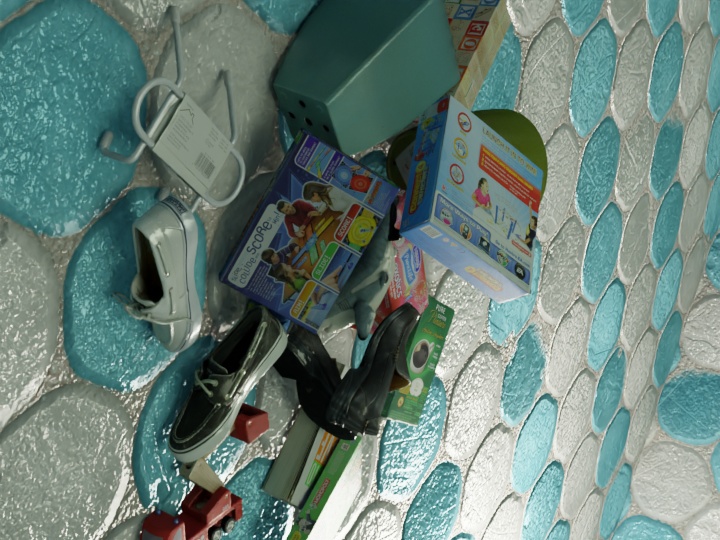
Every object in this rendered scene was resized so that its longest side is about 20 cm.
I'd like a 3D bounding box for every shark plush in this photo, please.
[{"bbox_3d":[0.000,0.000,1.433,0.091,0.083,0.201,-76,-169,-60],"label":"shark plush"}]

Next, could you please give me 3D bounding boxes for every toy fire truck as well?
[{"bbox_3d":[-0.190,0.262,1.386,0.199,0.048,0.143,-31,129,-49],"label":"toy fire truck"}]

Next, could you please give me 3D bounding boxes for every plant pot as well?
[{"bbox_3d":[0.000,-0.240,1.377,0.200,0.140,0.142,-49,142,-25],"label":"plant pot"},{"bbox_3d":[0.137,-0.148,1.636,0.199,0.186,0.190,1,104,-44],"label":"plant pot"}]

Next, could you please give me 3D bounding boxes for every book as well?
[{"bbox_3d":[-0.056,0.239,1.612,0.202,0.048,0.134,-67,155,-14],"label":"book"}]

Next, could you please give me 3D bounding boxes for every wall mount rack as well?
[{"bbox_3d":[-0.182,-0.161,1.177,0.175,0.074,0.200,-62,148,-13],"label":"wall mount rack"}]

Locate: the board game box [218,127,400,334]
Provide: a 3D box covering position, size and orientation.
[{"bbox_3d":[-0.061,-0.045,1.332,0.201,0.134,0.034,-59,-166,7],"label":"board game box"}]

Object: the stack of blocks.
[{"bbox_3d":[0.118,-0.296,1.566,0.201,0.114,0.059,-63,149,-27],"label":"stack of blocks"}]

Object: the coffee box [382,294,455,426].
[{"bbox_3d":[0.081,0.139,1.788,0.123,0.044,0.202,25,83,-61],"label":"coffee box"}]

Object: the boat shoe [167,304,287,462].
[{"bbox_3d":[-0.166,0.128,1.329,0.201,0.070,0.064,-55,143,-14],"label":"boat shoe"}]

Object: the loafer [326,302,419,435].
[{"bbox_3d":[0.032,0.129,1.469,0.201,0.072,0.073,-56,167,-30],"label":"loafer"}]

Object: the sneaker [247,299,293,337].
[{"bbox_3d":[-0.081,0.010,1.425,0.083,0.070,0.202,31,74,-53],"label":"sneaker"}]

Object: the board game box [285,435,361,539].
[{"bbox_3d":[-0.052,0.345,1.611,0.135,0.029,0.201,89,26,-49],"label":"board game box"}]

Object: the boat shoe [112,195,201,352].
[{"bbox_3d":[-0.216,0.022,1.184,0.086,0.074,0.203,-33,149,-36],"label":"boat shoe"}]

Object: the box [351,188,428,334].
[{"bbox_3d":[0.022,-0.014,1.559,0.096,0.099,0.202,-47,140,-38],"label":"box"}]

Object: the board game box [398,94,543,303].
[{"bbox_3d":[0.149,-0.091,1.481,0.199,0.056,0.198,33,53,-32],"label":"board game box"}]

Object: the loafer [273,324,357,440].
[{"bbox_3d":[-0.049,0.143,1.507,0.073,0.072,0.201,-56,131,-37],"label":"loafer"}]
